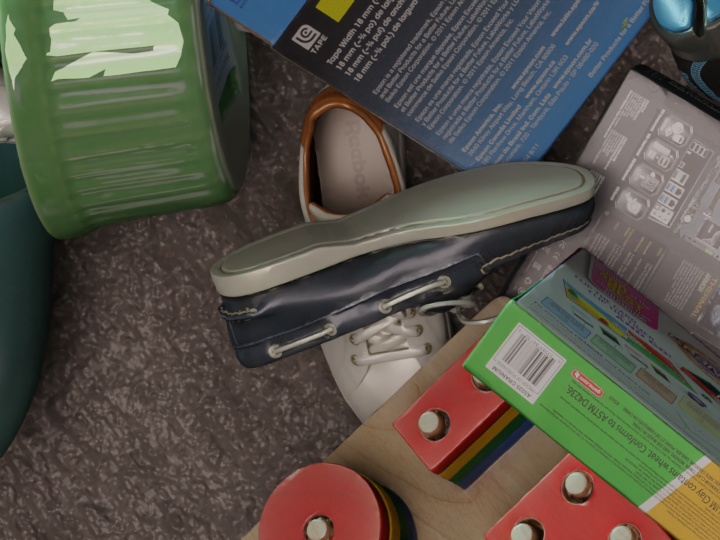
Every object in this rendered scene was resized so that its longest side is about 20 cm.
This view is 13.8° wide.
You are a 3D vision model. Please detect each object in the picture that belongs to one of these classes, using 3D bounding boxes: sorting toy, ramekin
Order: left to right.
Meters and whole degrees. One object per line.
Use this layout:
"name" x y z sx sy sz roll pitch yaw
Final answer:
"ramekin" -0.117 -0.120 1.522 0.097 0.200 0.201 -5 96 6
"sorting toy" 0.052 0.141 1.471 0.199 0.070 0.200 -44 62 6

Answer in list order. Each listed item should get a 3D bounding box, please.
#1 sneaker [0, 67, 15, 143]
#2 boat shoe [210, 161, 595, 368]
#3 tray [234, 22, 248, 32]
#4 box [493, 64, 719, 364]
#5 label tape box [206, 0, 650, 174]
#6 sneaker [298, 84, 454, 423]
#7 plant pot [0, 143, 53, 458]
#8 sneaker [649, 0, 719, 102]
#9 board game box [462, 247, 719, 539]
"sneaker" -0.245 -0.114 1.588 0.199 0.076 0.081 15 92 32
"boat shoe" 0.026 -0.002 1.490 0.199 0.075 0.062 -18 109 -7
"tray" -0.003 -0.218 1.542 0.107 0.022 0.201 4 99 -22
"box" 0.160 0.017 1.544 0.157 0.051 0.201 31 102 9
"label tape box" 0.037 -0.149 1.502 0.200 0.063 0.144 32 104 -24
"sneaker" 0.000 0.000 1.563 0.072 0.085 0.201 -12 95 12
"plant pot" -0.255 0.025 1.574 0.200 0.201 0.162 1 109 13
"sneaker" 0.237 -0.164 1.503 0.200 0.082 0.073 -35 48 0
"board game box" 0.137 0.062 1.425 0.153 0.200 0.040 39 104 6
